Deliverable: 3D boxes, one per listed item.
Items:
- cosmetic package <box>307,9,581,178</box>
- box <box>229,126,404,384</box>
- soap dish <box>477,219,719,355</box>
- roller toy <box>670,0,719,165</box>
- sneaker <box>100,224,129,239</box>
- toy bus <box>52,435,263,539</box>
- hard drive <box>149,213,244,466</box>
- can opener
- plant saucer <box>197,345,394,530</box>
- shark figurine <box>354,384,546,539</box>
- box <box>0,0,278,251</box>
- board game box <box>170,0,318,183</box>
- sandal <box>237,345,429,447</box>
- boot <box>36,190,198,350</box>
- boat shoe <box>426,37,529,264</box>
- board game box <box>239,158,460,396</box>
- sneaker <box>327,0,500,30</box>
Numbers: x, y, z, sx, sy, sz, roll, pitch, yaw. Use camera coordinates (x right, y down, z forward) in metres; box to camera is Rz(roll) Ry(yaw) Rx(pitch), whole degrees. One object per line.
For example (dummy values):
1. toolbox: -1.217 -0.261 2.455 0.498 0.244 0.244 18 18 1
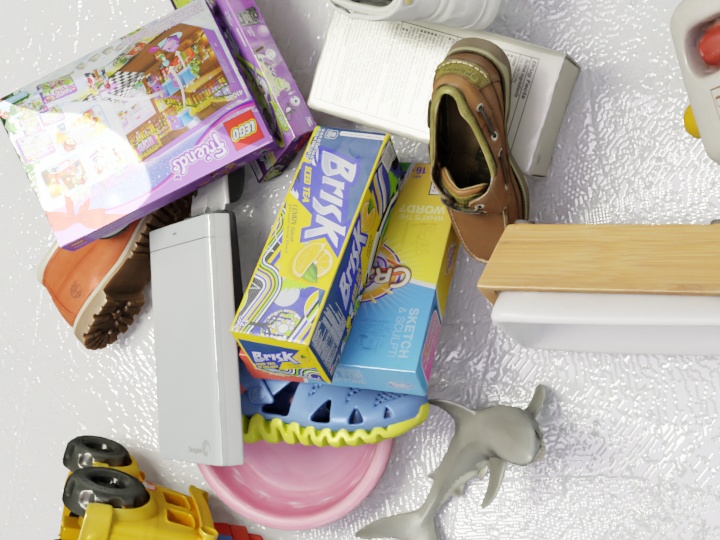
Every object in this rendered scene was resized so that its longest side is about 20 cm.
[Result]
1. cosmetic package: 0.070 -0.153 0.970 0.199 0.087 0.104 21 99 18
2. box: -0.030 -0.017 0.928 0.070 0.064 0.201 9 60 21
3. soap dish: 0.204 0.015 0.905 0.199 0.157 0.082 1 77 19
4. roller toy: 0.322 -0.149 0.830 0.199 0.182 0.140 -16 89 19
5. sneaker: -0.211 -0.131 1.047 0.074 0.079 0.201 3 66 41
6. toy bus: -0.186 0.243 1.064 0.191 0.200 0.136 10 100 -18
7. hard drive: -0.141 0.060 0.983 0.132 0.027 0.201 -9 84 58
8. can opener: -0.123 -0.035 1.034 0.053 0.066 0.201 -11 80 47
9. plant saucer: -0.061 0.130 1.055 0.200 0.051 0.202 1 94 19
10. shark figurine: 0.079 0.151 0.988 0.089 0.128 0.215 33 132 -8
11. box: -0.187 -0.121 0.978 0.199 0.039 0.137 -26 85 1
12. board game box: -0.107 -0.187 1.022 0.032 0.120 0.201 -24 85 -20
13. sandal: -0.040 0.102 0.981 0.199 0.079 0.088 0 90 18
14. boot: -0.227 -0.035 1.094 0.107 0.075 0.200 44 101 25
15. boat shoe: 0.081 -0.074 0.889 0.072 0.068 0.201 7 134 27
16. board game box: 0.000 0.000 0.972 0.152 0.040 0.201 4 59 19
17. sneaker: 0.008 -0.246 0.916 0.200 0.115 0.074 41 125 45
